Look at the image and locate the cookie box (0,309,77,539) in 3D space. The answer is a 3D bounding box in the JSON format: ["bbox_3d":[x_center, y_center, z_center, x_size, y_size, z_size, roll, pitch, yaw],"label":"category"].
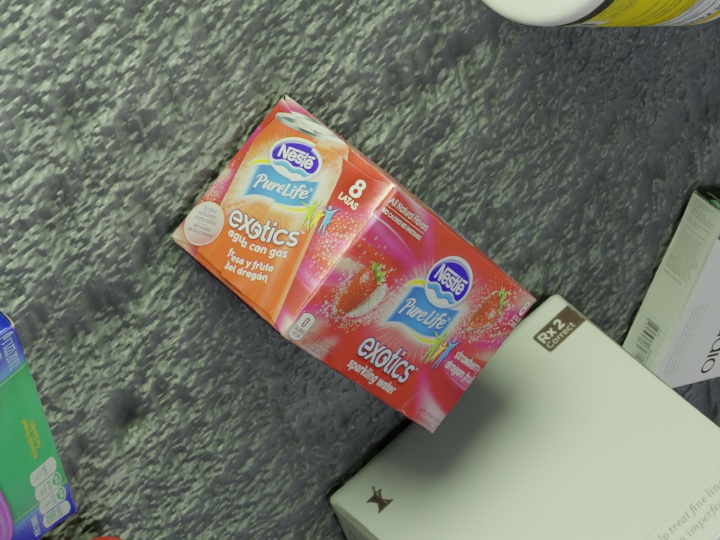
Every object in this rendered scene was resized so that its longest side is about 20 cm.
[{"bbox_3d":[-0.247,0.110,1.397,0.200,0.075,0.171,-37,148,-19],"label":"cookie box"}]

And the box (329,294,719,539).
[{"bbox_3d":[0.125,0.161,1.808,0.199,0.200,0.131,-42,149,-13],"label":"box"}]

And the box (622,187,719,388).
[{"bbox_3d":[0.266,0.004,1.981,0.200,0.036,0.145,-12,132,-47],"label":"box"}]

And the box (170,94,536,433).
[{"bbox_3d":[0.000,0.000,1.577,0.100,0.095,0.200,-52,149,1],"label":"box"}]

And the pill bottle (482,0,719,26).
[{"bbox_3d":[0.148,-0.186,1.555,0.200,0.112,0.113,-6,128,-50],"label":"pill bottle"}]

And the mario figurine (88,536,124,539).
[{"bbox_3d":[-0.186,0.231,1.604,0.200,0.106,0.124,-54,162,-11],"label":"mario figurine"}]
